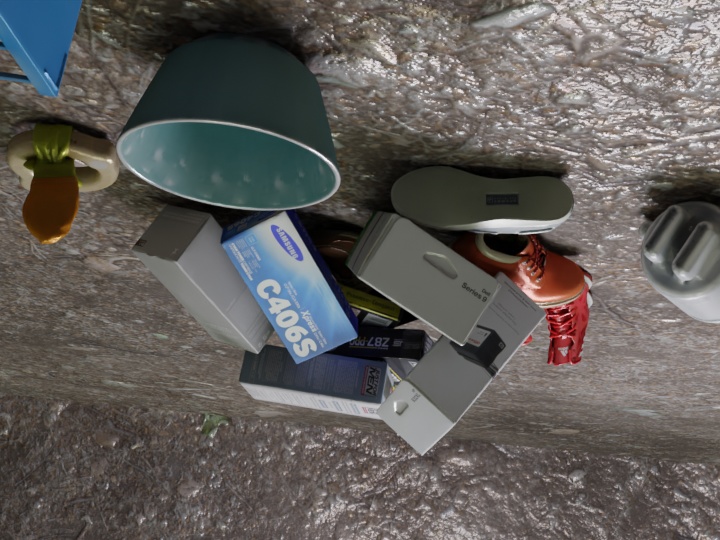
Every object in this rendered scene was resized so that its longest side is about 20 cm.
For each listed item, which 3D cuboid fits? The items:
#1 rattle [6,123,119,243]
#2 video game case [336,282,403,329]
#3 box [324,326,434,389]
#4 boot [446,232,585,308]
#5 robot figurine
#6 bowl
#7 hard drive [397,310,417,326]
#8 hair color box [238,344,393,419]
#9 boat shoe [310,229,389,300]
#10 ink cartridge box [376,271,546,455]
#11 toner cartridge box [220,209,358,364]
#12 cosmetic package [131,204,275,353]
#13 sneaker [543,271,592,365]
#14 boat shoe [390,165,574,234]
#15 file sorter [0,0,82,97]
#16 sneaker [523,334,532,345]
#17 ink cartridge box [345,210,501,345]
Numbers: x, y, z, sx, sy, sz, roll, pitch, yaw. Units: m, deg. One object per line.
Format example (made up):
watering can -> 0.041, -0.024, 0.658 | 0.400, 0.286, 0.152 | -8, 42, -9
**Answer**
rattle -> -0.350, -0.075, 1.156 | 0.129, 0.145, 0.199 | -5, 166, -35
video game case -> -0.045, 0.056, 1.408 | 0.179, 0.026, 0.200 | 19, 161, -5
box -> 0.042, 0.133, 1.439 | 0.159, 0.050, 0.200 | 0, 158, 21
boot -> 0.215, -0.008, 1.288 | 0.197, 0.076, 0.107 | 12, 158, -17
robot figurine -> 0.392, -0.007, 1.145 | 0.199, 0.113, 0.170 | 26, -167, -49
bowl -> -0.112, -0.138, 0.901 | 0.198, 0.106, 0.201 | 5, 164, 1
hard drive -> 0.107, 0.043, 1.449 | 0.138, 0.033, 0.200 | -21, 178, -30
hair color box -> -0.058, 0.153, 1.386 | 0.197, 0.061, 0.099 | 8, 161, 10
boat shoe -> 0.000, 0.000, 1.377 | 0.075, 0.075, 0.199 | -3, 162, 32
ink cartridge box -> 0.125, 0.118, 1.260 | 0.084, 0.200, 0.145 | 42, 152, 7
toner cartridge box -> -0.087, 0.016, 1.274 | 0.094, 0.043, 0.201 | -25, 115, 11
cosmetic package -> -0.195, 0.013, 1.323 | 0.106, 0.091, 0.201 | 14, 147, 42
sneaker -> 0.296, 0.073, 1.441 | 0.077, 0.117, 0.200 | -2, 162, 26
boat shoe -> 0.133, -0.068, 1.110 | 0.198, 0.071, 0.072 | 3, 162, 5
file sorter -> -0.257, -0.223, 0.620 | 0.121, 0.141, 0.200 | 9, 164, 4
sneaker -> 0.222, 0.064, 1.418 | 0.076, 0.086, 0.200 | -12, 179, 14
ink cartridge box -> 0.065, 0.002, 1.163 | 0.145, 0.085, 0.200 | 32, -179, -5
